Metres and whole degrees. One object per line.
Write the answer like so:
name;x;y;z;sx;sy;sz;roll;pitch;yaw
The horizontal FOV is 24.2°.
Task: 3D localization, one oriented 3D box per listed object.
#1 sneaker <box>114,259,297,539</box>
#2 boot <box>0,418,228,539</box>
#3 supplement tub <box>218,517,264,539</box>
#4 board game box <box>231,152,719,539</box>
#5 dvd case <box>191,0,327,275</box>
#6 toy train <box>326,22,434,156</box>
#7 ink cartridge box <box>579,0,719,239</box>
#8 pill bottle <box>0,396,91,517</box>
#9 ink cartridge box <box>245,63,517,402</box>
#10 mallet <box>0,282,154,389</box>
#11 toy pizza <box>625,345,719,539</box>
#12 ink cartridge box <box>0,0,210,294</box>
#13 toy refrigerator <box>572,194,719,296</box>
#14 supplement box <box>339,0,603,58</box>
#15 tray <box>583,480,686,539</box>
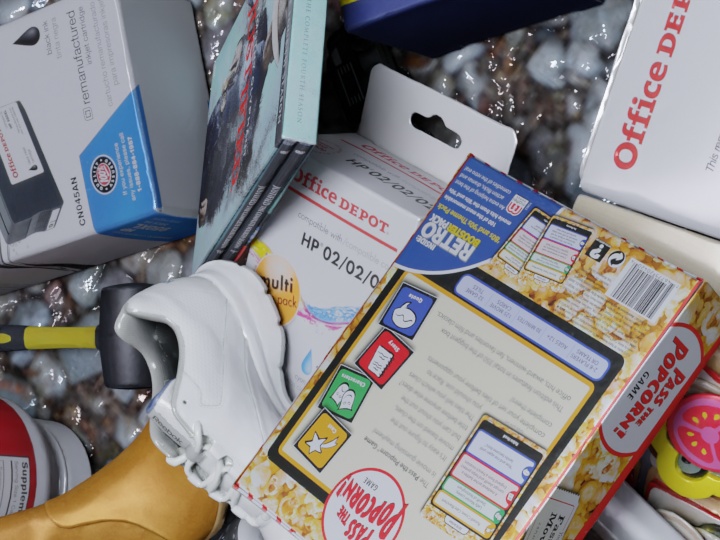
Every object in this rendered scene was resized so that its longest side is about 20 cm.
sneaker;-0.066;0.091;0.875;0.075;0.087;0.200;-46;66;40
boot;-0.153;0.139;0.958;0.071;0.144;0.202;-127;39;-60
supplement tub;-0.068;0.245;0.940;0.123;0.122;0.200;39;108;23
board game box;0.053;0.062;0.777;0.151;0.046;0.200;34;86;41
dvd case;-0.054;-0.093;0.903;0.200;0.022;0.146;134;143;-63
toy train;0.024;-0.049;0.946;0.046;0.034;0.200;-27;76;29
ink cartridge box;0.226;-0.074;0.807;0.200;0.084;0.145;21;98;27
pill bottle;-0.258;0.125;0.995;0.112;0.200;0.112;-7;78;34
ink cartridge box;0.000;0.000;0.906;0.115;0.068;0.200;31;115;37
mallet;-0.204;0.033;1.070;0.200;0.041;0.066;6;93;32
toy pizza;0.138;0.099;0.830;0.200;0.032;0.200;20;129;27
ink cartridge box;-0.193;-0.075;1.036;0.200;0.084;0.145;-16;81;28
toy refrigerator;0.195;0.031;0.833;0.200;0.070;0.076;21;95;26
supplement box;0.044;-0.229;0.897;0.109;0.109;0.200;-14;83;27
tray;0.128;0.163;0.842;0.200;0.022;0.107;44;136;7
